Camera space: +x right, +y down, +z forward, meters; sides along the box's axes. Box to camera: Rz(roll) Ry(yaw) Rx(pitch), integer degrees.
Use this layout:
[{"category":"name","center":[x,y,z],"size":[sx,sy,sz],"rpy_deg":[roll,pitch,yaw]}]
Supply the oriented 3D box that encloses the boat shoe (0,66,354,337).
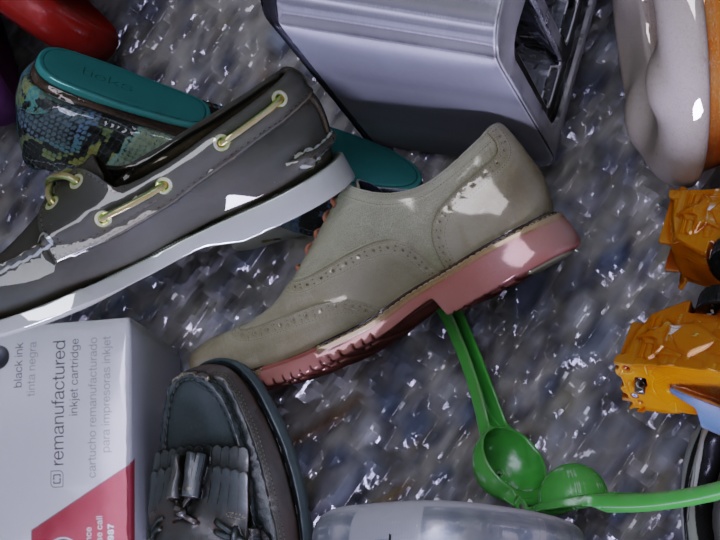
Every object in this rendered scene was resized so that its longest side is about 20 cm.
[{"category":"boat shoe","center":[-0.105,-0.026,0.917],"size":[0.201,0.072,0.061],"rpy_deg":[-24,102,-1]}]

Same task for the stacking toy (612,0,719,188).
[{"category":"stacking toy","center":[0.213,-0.119,0.903],"size":[0.199,0.146,0.147],"rpy_deg":[-7,74,0]}]

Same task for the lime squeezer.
[{"category":"lime squeezer","center":[0.089,0.080,0.917],"size":[0.200,0.038,0.071],"rpy_deg":[34,98,47]}]

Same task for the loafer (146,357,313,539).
[{"category":"loafer","center":[-0.061,0.140,0.908],"size":[0.072,0.063,0.201],"rpy_deg":[-10,89,41]}]

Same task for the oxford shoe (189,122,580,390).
[{"category":"oxford shoe","center":[0.000,0.000,0.943],"size":[0.199,0.071,0.074],"rpy_deg":[-26,87,18]}]

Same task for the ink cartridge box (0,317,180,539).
[{"category":"ink cartridge box","center":[-0.189,0.106,0.965],"size":[0.199,0.083,0.148],"rpy_deg":[-5,75,11]}]

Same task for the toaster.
[{"category":"toaster","center":[0.043,-0.163,0.926],"size":[0.118,0.200,0.182],"rpy_deg":[12,77,19]}]

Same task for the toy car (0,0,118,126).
[{"category":"toy car","center":[-0.193,-0.146,1.012],"size":[0.199,0.175,0.150],"rpy_deg":[-29,108,3]}]

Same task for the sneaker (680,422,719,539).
[{"category":"sneaker","center":[0.167,0.150,0.873],"size":[0.075,0.088,0.201],"rpy_deg":[-10,75,8]}]

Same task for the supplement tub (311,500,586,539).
[{"category":"supplement tub","center":[0.033,0.203,0.869],"size":[0.122,0.123,0.201],"rpy_deg":[0,75,12]}]

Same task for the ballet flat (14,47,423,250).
[{"category":"ballet flat","center":[-0.070,-0.047,0.988],"size":[0.199,0.074,0.075],"rpy_deg":[19,80,0]}]

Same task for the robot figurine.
[{"category":"robot figurine","center":[0.212,0.022,0.837],"size":[0.199,0.058,0.145],"rpy_deg":[8,54,24]}]
